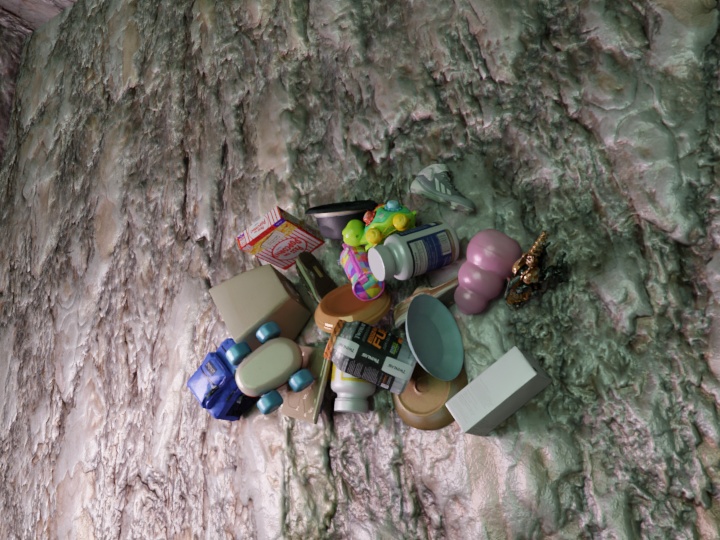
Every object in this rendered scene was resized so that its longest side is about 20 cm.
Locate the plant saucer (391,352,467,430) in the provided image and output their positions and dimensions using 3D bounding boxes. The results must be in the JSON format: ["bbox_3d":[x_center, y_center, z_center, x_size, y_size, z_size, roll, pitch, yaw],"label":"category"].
[{"bbox_3d":[0.151,0.270,1.461,0.200,0.035,0.201,-12,68,29],"label":"plant saucer"}]

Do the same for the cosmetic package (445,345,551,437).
[{"bbox_3d":[0.293,0.259,1.326,0.200,0.113,0.081,-43,55,11],"label":"cosmetic package"}]

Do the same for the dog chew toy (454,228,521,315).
[{"bbox_3d":[0.280,0.009,1.422,0.124,0.124,0.200,31,96,37],"label":"dog chew toy"}]

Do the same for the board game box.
[{"bbox_3d":[-0.219,-0.086,1.730,0.151,0.200,0.046,-34,58,19],"label":"board game box"}]

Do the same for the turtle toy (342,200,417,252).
[{"bbox_3d":[0.050,-0.109,1.577,0.200,0.146,0.101,-25,72,11],"label":"turtle toy"}]

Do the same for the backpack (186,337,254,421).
[{"bbox_3d":[-0.354,0.289,1.706,0.162,0.168,0.200,42,94,29],"label":"backpack"}]

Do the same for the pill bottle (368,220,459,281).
[{"bbox_3d":[0.124,-0.042,1.485,0.200,0.111,0.111,-18,54,-21],"label":"pill bottle"}]

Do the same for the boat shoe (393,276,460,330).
[{"bbox_3d":[0.158,0.067,1.508,0.200,0.076,0.072,-33,55,16],"label":"boat shoe"}]

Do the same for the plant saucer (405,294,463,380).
[{"bbox_3d":[0.157,0.153,1.404,0.039,0.201,0.202,-27,59,37],"label":"plant saucer"}]

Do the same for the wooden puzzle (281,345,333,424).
[{"bbox_3d":[-0.128,0.291,1.607,0.200,0.046,0.186,-6,67,58],"label":"wooden puzzle"}]

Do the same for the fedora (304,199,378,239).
[{"bbox_3d":[-0.047,-0.133,1.683,0.200,0.200,0.092,-1,102,33],"label":"fedora"}]

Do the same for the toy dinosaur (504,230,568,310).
[{"bbox_3d":[0.372,0.004,1.346,0.102,0.135,0.200,59,150,18],"label":"toy dinosaur"}]

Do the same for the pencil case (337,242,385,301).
[{"bbox_3d":[0.000,0.000,1.581,0.088,0.088,0.200,-48,28,9],"label":"pencil case"}]

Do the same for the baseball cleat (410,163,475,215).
[{"bbox_3d":[0.214,-0.213,1.575,0.200,0.070,0.107,26,88,36],"label":"baseball cleat"}]

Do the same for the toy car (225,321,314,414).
[{"bbox_3d":[-0.223,0.264,1.613,0.177,0.200,0.184,-34,72,-11],"label":"toy car"}]

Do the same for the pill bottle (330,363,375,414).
[{"bbox_3d":[-0.014,0.245,1.531,0.111,0.111,0.201,-5,70,32],"label":"pill bottle"}]

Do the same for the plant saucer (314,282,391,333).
[{"bbox_3d":[-0.022,0.085,1.566,0.200,0.038,0.200,-13,29,7],"label":"plant saucer"}]

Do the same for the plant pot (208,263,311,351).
[{"bbox_3d":[-0.257,0.102,1.703,0.177,0.200,0.200,-39,56,3],"label":"plant pot"}]

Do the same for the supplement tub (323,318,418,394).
[{"bbox_3d":[0.025,0.192,1.426,0.200,0.123,0.123,21,84,4],"label":"supplement tub"}]

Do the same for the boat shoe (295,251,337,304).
[{"bbox_3d":[-0.117,0.045,1.709,0.203,0.075,0.075,60,143,25],"label":"boat shoe"}]
